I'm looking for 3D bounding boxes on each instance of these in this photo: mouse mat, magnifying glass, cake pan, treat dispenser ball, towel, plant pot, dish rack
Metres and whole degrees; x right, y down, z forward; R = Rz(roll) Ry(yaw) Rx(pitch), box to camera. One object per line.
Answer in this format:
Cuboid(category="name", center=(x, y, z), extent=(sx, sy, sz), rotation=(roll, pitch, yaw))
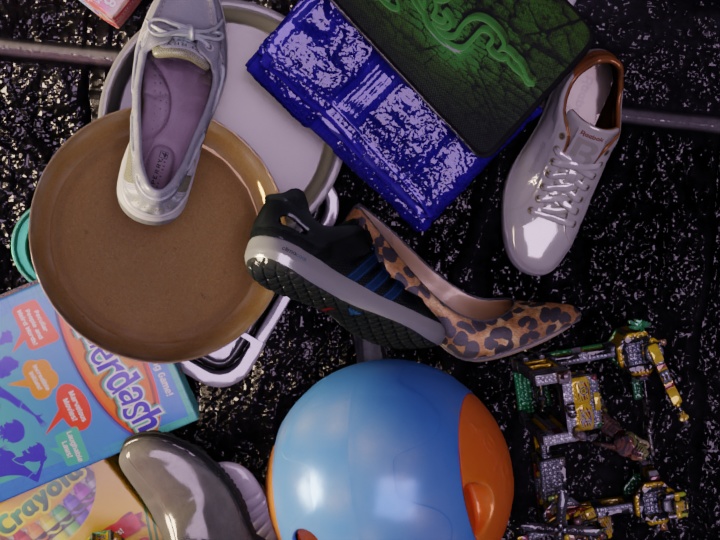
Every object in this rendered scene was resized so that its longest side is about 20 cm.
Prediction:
Cuboid(category="mouse mat", center=(0.077, -0.205, 1.154), extent=(0.200, 0.008, 0.161), rotation=(45, 67, -6))
Cuboid(category="magnifying glass", center=(-0.184, -0.010, 1.204), extent=(0.199, 0.022, 0.080), rotation=(10, 93, -7))
Cuboid(category="cake pan", center=(-0.111, -0.116, 1.197), extent=(0.199, 0.037, 0.201), rotation=(0, 94, -6))
Cuboid(category="treat dispenser ball", center=(0.023, 0.172, 1.190), extent=(0.200, 0.201, 0.202), rotation=(0, 94, -6))
Cuboid(category="towel", center=(0.028, -0.145, 1.162), extent=(0.200, 0.050, 0.148), rotation=(43, 93, -8))
Cuboid(category="plant pot", center=(-0.156, -0.027, 1.146), extent=(0.199, 0.027, 0.201), rotation=(3, 80, -15))
Cuboid(category="dish rack", center=(-0.130, -0.022, 1.240), extent=(0.171, 0.044, 0.201), rotation=(30, 91, -6))

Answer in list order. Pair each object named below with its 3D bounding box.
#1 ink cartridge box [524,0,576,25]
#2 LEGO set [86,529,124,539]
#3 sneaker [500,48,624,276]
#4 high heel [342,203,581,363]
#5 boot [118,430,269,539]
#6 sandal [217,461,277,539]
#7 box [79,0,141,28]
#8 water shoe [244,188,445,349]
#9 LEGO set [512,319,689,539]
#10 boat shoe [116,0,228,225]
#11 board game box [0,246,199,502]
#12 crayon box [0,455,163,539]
Cuboid(category="ink cartridge box", center=(0.066, -0.224, 1.224), extent=(0.199, 0.085, 0.145), rotation=(28, 92, -8))
Cuboid(category="LEGO set", center=(-0.177, 0.314, 1.172), extent=(0.154, 0.116, 0.200), rotation=(-43, 104, 0))
Cuboid(category="sneaker", center=(0.171, -0.091, 1.245), extent=(0.072, 0.085, 0.201), rotation=(15, 94, -8))
Cuboid(category="high heel", center=(0.080, 0.003, 1.246), extent=(0.199, 0.071, 0.143), rotation=(-8, 101, 4))
Cuboid(category="boot", center=(-0.131, 0.228, 1.135), extent=(0.068, 0.131, 0.200), rotation=(-30, 105, 34))
Cuboid(category="sandal", center=(-0.097, 0.241, 1.260), extent=(0.079, 0.059, 0.207), rotation=(-20, 117, 2))
Cuboid(category="box", center=(-0.174, -0.304, 1.187), extent=(0.095, 0.103, 0.200), rotation=(37, 89, -7))
Cuboid(category="water shoe", center=(0.000, 0.000, 1.161), extent=(0.200, 0.071, 0.079), rotation=(29, 65, -38))
Cuboid(category="LEGO set", center=(0.204, 0.144, 1.238), extent=(0.153, 0.116, 0.201), rotation=(0, 95, -5))
Cuboid(category="boat shoe", center=(-0.140, -0.136, 1.119), extent=(0.074, 0.065, 0.203), rotation=(16, 69, -12))
Cuboid(category="board game box", center=(-0.248, 0.085, 1.180), extent=(0.199, 0.045, 0.153), rotation=(-23, 99, -2))
Cuboid(category="crayon box", center=(-0.236, 0.223, 1.243), extent=(0.127, 0.051, 0.200), rotation=(-39, 96, -1))
